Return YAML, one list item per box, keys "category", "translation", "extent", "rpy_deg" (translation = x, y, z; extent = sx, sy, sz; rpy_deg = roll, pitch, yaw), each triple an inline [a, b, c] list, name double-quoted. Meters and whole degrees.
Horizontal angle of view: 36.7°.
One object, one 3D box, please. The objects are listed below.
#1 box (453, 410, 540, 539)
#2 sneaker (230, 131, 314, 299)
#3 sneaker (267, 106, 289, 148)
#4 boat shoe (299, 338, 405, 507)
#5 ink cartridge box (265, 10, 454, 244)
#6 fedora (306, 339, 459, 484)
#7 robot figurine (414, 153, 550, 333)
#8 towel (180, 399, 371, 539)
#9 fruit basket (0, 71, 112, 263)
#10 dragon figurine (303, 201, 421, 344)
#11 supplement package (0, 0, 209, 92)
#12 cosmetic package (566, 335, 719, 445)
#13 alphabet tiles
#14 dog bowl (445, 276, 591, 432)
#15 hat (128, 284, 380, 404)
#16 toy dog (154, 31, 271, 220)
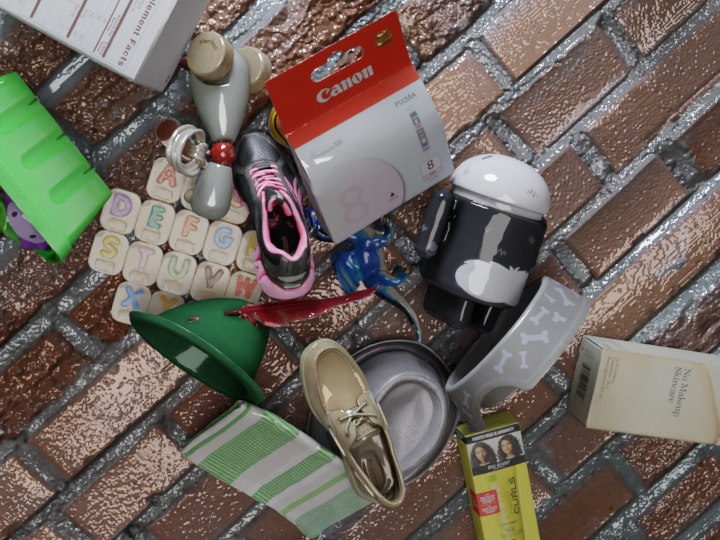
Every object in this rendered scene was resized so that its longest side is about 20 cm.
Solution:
- category: "box"
  translation: [0.172, 0.280, 1.339]
  extent: [0.075, 0.050, 0.201]
  rpy_deg: [-13, 103, -8]
- category: "sneaker"
  translation: [-0.093, -0.074, 1.169]
  extent: [0.079, 0.095, 0.201]
  rpy_deg: [-15, 68, -10]
- category: "sneaker"
  translation: [-0.003, -0.144, 1.204]
  extent: [0.199, 0.090, 0.070]
  rpy_deg: [11, 99, -11]
- category: "boat shoe"
  translation: [-0.003, 0.166, 1.178]
  extent: [0.072, 0.065, 0.201]
  rpy_deg: [-27, 104, -21]
- category: "ink cartridge box"
  translation: [0.005, -0.145, 1.135]
  extent: [0.162, 0.057, 0.200]
  rpy_deg: [-31, 139, -11]
- category: "fedora"
  translation: [0.035, 0.183, 1.275]
  extent: [0.177, 0.090, 0.200]
  rpy_deg: [36, 93, -14]
- category: "robot figurine"
  translation: [0.139, -0.033, 1.237]
  extent: [0.124, 0.150, 0.201]
  rpy_deg: [20, 99, 12]
- category: "towel"
  translation: [-0.093, 0.232, 1.255]
  extent: [0.200, 0.023, 0.152]
  rpy_deg: [37, 132, -15]
- category: "fruit basket"
  translation: [-0.394, -0.078, 1.131]
  extent: [0.215, 0.155, 0.217]
  rpy_deg: [0, 90, -24]
- category: "dragon figurine"
  translation: [0.000, 0.000, 1.250]
  extent: [0.099, 0.059, 0.201]
  rpy_deg: [-21, 103, -5]
- category: "supplement package"
  translation: [-0.273, -0.281, 1.095]
  extent: [0.199, 0.117, 0.118]
  rpy_deg: [29, 94, 0]
- category: "cosmetic package"
  translation: [0.367, 0.149, 1.337]
  extent: [0.199, 0.073, 0.104]
  rpy_deg: [8, 99, -10]
- category: "alphabet tiles"
  translation: [-0.202, -0.020, 1.234]
  extent: [0.199, 0.015, 0.196]
  rpy_deg: [17, 97, -12]
- category: "dog bowl"
  translation: [0.174, 0.089, 1.234]
  extent: [0.059, 0.200, 0.200]
  rpy_deg: [41, 92, -1]
- category: "hat"
  translation: [-0.130, 0.038, 1.220]
  extent: [0.200, 0.166, 0.176]
  rpy_deg: [38, 69, -17]
- category: "toy dog"
  translation: [-0.171, -0.163, 1.166]
  extent: [0.132, 0.096, 0.201]
  rpy_deg: [49, 55, -51]
